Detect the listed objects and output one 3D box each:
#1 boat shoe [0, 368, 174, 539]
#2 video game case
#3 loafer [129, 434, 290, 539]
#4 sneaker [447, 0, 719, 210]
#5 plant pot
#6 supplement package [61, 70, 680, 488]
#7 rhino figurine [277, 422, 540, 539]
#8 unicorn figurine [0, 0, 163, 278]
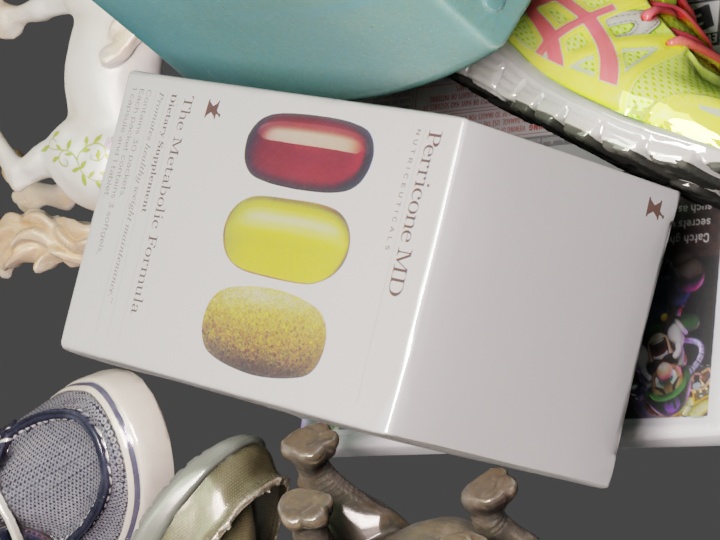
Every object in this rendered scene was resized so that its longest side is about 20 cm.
[{"bbox_3d":[-0.148,0.103,1.169,0.200,0.092,0.075,-46,65,55],"label":"boat shoe"},{"bbox_3d":[0.067,-0.021,1.126,0.199,0.023,0.183,-4,73,38],"label":"video game case"},{"bbox_3d":[-0.057,0.160,1.135,0.069,0.075,0.201,23,110,25],"label":"loafer"},{"bbox_3d":[0.091,-0.088,1.062,0.200,0.078,0.091,32,94,41],"label":"sneaker"},{"bbox_3d":[-0.013,-0.147,1.064,0.200,0.141,0.142,16,71,54],"label":"plant pot"},{"bbox_3d":[0.000,0.000,1.065,0.200,0.109,0.114,11,86,51],"label":"supplement package"},{"bbox_3d":[0.050,0.120,1.060,0.199,0.088,0.060,14,46,40],"label":"rhino figurine"},{"bbox_3d":[-0.115,-0.097,1.265,0.137,0.074,0.201,6,107,44],"label":"unicorn figurine"}]
